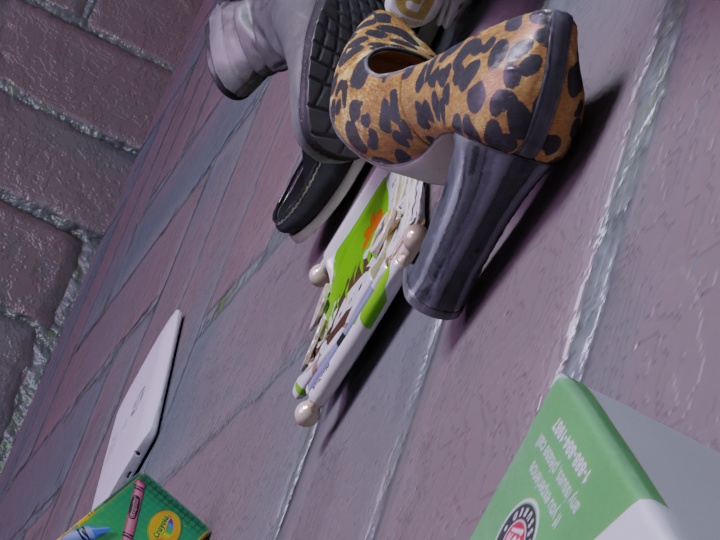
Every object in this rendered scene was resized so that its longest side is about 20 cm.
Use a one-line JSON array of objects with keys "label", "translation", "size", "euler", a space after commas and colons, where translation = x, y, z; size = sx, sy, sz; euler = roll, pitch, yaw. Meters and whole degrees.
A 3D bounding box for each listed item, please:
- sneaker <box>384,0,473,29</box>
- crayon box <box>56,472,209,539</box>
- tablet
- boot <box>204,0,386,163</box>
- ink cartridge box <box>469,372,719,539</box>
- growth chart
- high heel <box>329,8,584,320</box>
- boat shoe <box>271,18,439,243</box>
[{"label": "sneaker", "translation": [0.050, -0.166, 0.990], "size": [0.116, 0.074, 0.200], "euler": [-60, 2, 29]}, {"label": "crayon box", "translation": [-0.176, 0.210, 1.049], "size": [0.119, 0.058, 0.200], "euler": [-56, -9, 32]}, {"label": "tablet", "translation": [-0.190, 0.128, 1.570], "size": [0.130, 0.014, 0.200], "euler": [-59, 13, 25]}, {"label": "boot", "translation": [-0.038, -0.127, 1.082], "size": [0.132, 0.070, 0.201], "euler": [-30, 44, 42]}, {"label": "ink cartridge box", "translation": [0.037, 0.141, 0.344], "size": [0.200, 0.087, 0.145], "euler": [-61, 12, 10]}, {"label": "growth chart", "translation": [0.000, 0.000, 0.978], "size": [0.145, 0.018, 0.200], "euler": [-59, 11, 22]}, {"label": "high heel", "translation": [0.045, -0.094, 0.813], "size": [0.200, 0.071, 0.143], "euler": [-104, 32, -47]}, {"label": "boat shoe", "translation": [-0.011, -0.112, 1.143], "size": [0.200, 0.067, 0.072], "euler": [-63, 13, 16]}]
